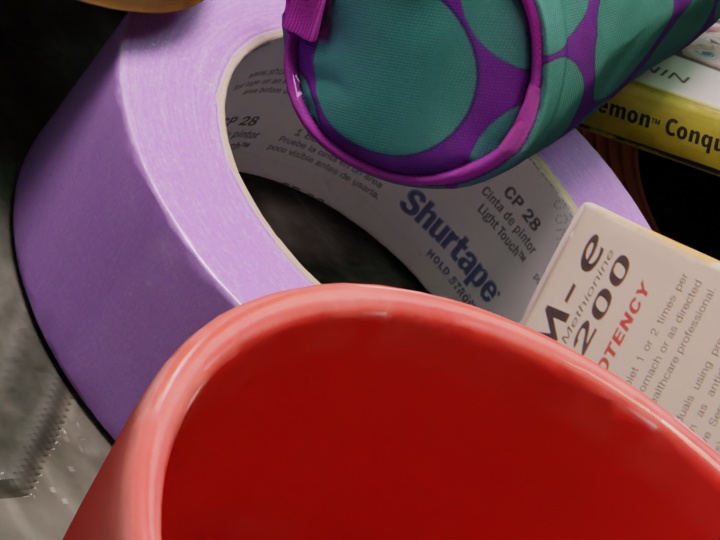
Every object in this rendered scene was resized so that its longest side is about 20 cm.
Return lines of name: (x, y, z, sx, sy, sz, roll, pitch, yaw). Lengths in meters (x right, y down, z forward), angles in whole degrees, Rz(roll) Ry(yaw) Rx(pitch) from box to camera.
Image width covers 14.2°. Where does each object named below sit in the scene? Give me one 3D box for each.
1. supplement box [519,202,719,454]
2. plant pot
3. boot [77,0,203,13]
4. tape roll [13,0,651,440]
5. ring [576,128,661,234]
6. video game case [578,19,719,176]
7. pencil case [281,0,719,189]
supplement box: (0.143, 0.063, 0.725, 0.200, 0.074, 0.126, 28, 2, 40)
plant pot: (-0.006, 0.134, 0.586, 0.200, 0.177, 0.200, 27, 35, -21)
boot: (-0.096, -0.133, 0.848, 0.155, 0.077, 0.200, 14, 26, 30)
tape roll: (0.000, 0.000, 0.850, 0.200, 0.066, 0.200, 25, 36, -20)
ring: (0.149, -0.009, 1.038, 0.200, 0.019, 0.200, 22, 42, -22)
video game case: (0.102, -0.095, 1.026, 0.181, 0.026, 0.200, 20, 28, 20)
pencil case: (0.055, -0.092, 0.877, 0.092, 0.085, 0.200, 36, 31, 14)
